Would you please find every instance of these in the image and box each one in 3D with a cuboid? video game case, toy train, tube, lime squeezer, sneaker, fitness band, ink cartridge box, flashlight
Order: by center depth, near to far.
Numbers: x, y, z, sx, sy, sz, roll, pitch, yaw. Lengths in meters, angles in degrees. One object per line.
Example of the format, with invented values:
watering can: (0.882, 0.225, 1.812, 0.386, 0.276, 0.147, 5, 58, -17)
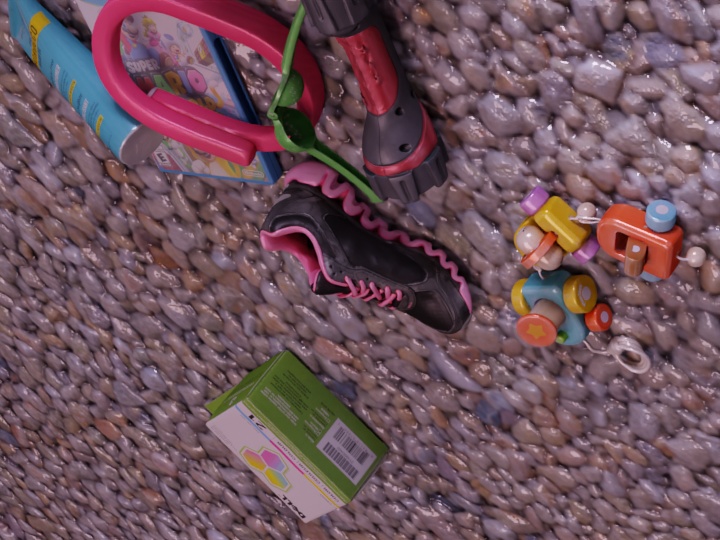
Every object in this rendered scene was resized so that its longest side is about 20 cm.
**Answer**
flashlight: (0.007, -0.143, 1.392, 0.068, 0.068, 0.200, 54, 173, 51)
toy train: (0.178, 0.014, 1.424, 0.150, 0.056, 0.200, 28, 144, 19)
lime squeezer: (-0.042, -0.128, 1.441, 0.070, 0.038, 0.201, 9, 135, 33)
fitness band: (-0.125, -0.163, 1.507, 0.199, 0.037, 0.144, 22, 136, 8)
sneaker: (0.000, 0.000, 1.549, 0.200, 0.095, 0.079, 36, 145, 4)
video game case: (-0.158, -0.162, 1.583, 0.143, 0.018, 0.201, 9, 136, 39)
tube: (-0.250, -0.175, 1.622, 0.200, 0.050, 0.078, 45, 146, 24)
ink cartridge box: (-0.085, 0.181, 1.858, 0.148, 0.076, 0.200, 45, 145, -7)
